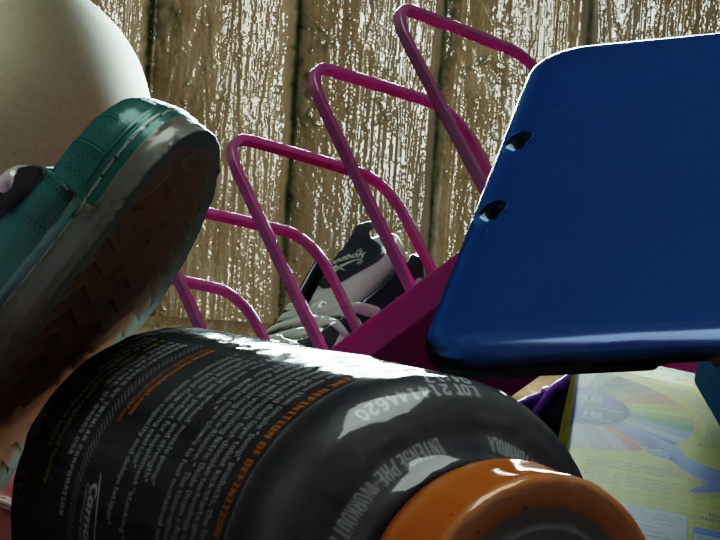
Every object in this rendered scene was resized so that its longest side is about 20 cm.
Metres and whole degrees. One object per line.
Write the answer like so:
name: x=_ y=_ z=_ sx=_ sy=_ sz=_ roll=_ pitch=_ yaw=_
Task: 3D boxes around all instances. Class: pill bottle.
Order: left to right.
pill bottle: x=-0.009 y=0.074 z=0.561 sx=0.106 sy=0.107 sz=0.200 roll=3 pitch=2 yaw=-30

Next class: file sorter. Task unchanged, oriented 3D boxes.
file sorter: x=0.000 y=0.000 z=0.901 sx=0.200 sy=0.126 sz=0.139 roll=-37 pitch=-24 yaw=24

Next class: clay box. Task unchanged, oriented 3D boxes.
clay box: x=0.114 y=0.081 z=0.661 sx=0.114 sy=0.048 sz=0.200 roll=12 pitch=16 yaw=5

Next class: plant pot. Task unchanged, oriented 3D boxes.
plant pot: x=-0.182 y=-0.022 z=0.990 sx=0.199 sy=0.201 sz=0.135 roll=3 pitch=37 yaw=-21

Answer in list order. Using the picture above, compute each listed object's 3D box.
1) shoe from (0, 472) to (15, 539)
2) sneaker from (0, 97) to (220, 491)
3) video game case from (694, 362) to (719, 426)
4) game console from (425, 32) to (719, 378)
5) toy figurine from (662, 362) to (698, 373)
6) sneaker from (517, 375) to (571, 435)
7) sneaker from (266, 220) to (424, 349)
shoe: x=-0.162 y=0.083 z=0.743 sx=0.199 sy=0.072 sz=0.091 roll=28 pitch=51 yaw=23
sneaker: x=-0.125 y=0.016 z=0.639 sx=0.080 sy=0.200 sz=0.071 roll=45 pitch=17 yaw=16
video game case: x=0.211 y=0.071 z=0.651 sx=0.198 sy=0.018 sz=0.143 roll=12 pitch=17 yaw=-7
game console: x=0.131 y=0.009 z=0.623 sx=0.118 sy=0.171 sz=0.200 roll=-35 pitch=16 yaw=30
toy figurine: x=0.209 y=0.048 z=0.921 sx=0.183 sy=0.151 sz=0.199 roll=13 pitch=0 yaw=-35
sneaker: x=0.108 y=0.085 z=0.944 sx=0.080 sy=0.084 sz=0.199 roll=5 pitch=1 yaw=34
sneaker: x=-0.024 y=0.030 z=1.119 sx=0.079 sy=0.131 sz=0.198 roll=-4 pitch=-17 yaw=43
